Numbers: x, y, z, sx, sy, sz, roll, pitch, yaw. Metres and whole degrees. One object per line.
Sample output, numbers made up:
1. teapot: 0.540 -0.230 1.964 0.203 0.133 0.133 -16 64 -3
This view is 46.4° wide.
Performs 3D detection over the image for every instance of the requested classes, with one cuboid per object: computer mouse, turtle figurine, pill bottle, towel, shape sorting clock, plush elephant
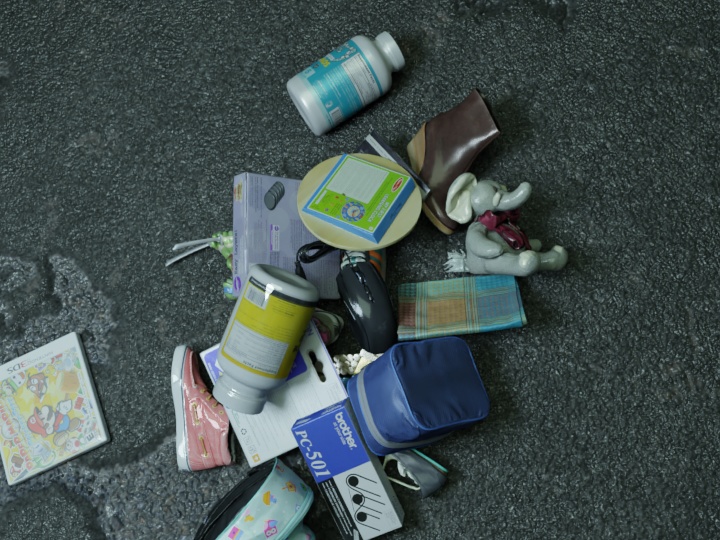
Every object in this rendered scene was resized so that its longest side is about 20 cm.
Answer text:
1. computer mouse: -0.021 0.035 1.276 0.138 0.046 0.203 -14 83 -18
2. turtle figurine: -0.213 -0.066 1.394 0.198 0.144 0.196 26 73 12
3. pill bottle: -0.022 -0.332 1.462 0.199 0.111 0.111 -34 71 -3
4. pill bottle: -0.143 0.101 1.225 0.111 0.112 0.202 25 99 15
5. towel: 0.156 0.053 1.318 0.197 0.022 0.147 -7 31 7
6. shape sorting clock: -0.002 -0.109 1.321 0.196 0.040 0.202 -1 50 1
7. plush elephant: 0.217 -0.075 1.315 0.198 0.164 0.158 1 94 40

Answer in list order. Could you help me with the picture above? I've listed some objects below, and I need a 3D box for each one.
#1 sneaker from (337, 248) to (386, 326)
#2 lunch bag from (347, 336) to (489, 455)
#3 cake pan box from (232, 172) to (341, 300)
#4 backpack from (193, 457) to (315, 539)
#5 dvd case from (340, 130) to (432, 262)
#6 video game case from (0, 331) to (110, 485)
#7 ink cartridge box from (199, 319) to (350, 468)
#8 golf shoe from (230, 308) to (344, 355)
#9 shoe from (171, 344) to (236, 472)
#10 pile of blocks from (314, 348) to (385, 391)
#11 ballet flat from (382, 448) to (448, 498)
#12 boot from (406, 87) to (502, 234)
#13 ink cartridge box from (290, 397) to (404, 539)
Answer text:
1. sneaker: 0.000 0.000 1.349 0.070 0.080 0.203 -11 84 21
2. lunch bag: 0.086 0.187 1.252 0.132 0.198 0.138 -37 64 41
3. cake pan box: -0.115 -0.047 1.346 0.182 0.052 0.204 2 85 -35
4. backpack: -0.149 0.383 1.231 0.152 0.176 0.201 35 81 0
5. dvd case: 0.006 -0.110 1.403 0.149 0.016 0.200 47 107 19
6. video game case: -0.532 0.230 1.413 0.180 0.023 0.202 -24 71 1
7. ink cartridge box: -0.123 0.177 1.303 0.198 0.043 0.200 -26 87 15
8. golf shoe: -0.121 0.092 1.375 0.197 0.092 0.074 8 108 27
9. shoe: -0.249 0.218 1.352 0.089 0.072 0.203 -7 77 5
10. pile of blocks: -0.037 0.168 1.341 0.197 0.062 0.083 -14 83 13
11. ballet flat: 0.041 0.276 1.289 0.199 0.073 0.073 37 81 15
12. boot: 0.161 -0.180 1.374 0.166 0.072 0.202 -34 59 32
13. ink cartridge box: -0.018 0.301 1.252 0.093 0.044 0.202 -24 96 13
